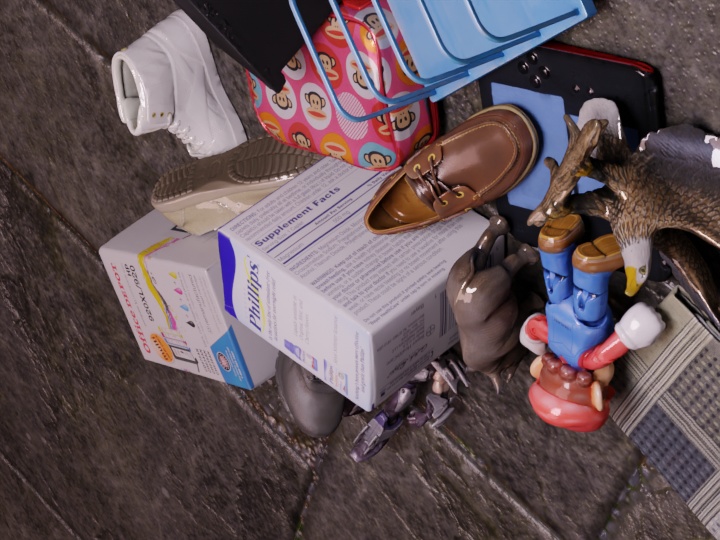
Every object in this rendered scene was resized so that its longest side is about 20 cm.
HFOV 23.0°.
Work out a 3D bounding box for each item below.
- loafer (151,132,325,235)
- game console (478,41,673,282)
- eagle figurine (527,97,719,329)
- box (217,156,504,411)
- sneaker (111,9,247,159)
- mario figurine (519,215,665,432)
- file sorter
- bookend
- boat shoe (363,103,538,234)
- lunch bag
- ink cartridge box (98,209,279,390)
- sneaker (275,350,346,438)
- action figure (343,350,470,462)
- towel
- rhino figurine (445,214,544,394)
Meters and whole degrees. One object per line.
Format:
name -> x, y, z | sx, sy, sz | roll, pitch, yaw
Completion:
loafer -> -0.113, -0.084, 1.781 | 0.198, 0.076, 0.068 | -10, 137, 27
game console -> 0.177, -0.094, 1.467 | 0.176, 0.031, 0.201 | 22, 135, 41
eagle figurine -> 0.235, -0.038, 1.364 | 0.198, 0.152, 0.152 | 18, -176, -10
box -> 0.000, 0.000, 1.638 | 0.199, 0.183, 0.106 | 34, 143, 31
sneaker -> -0.189, -0.151, 1.812 | 0.073, 0.115, 0.201 | 4, 123, 48
mario figurine -> 0.194, 0.047, 1.512 | 0.124, 0.105, 0.202 | -101, 9, -56
file sorter -> 0.057, -0.216, 1.398 | 0.199, 0.122, 0.140 | -24, 91, 51
bookend -> -0.075, -0.286, 1.467 | 0.092, 0.200, 0.199 | 40, 179, 32
boat shoe -> 0.075, -0.076, 1.516 | 0.200, 0.067, 0.072 | -31, 92, 50
lunch bag -> -0.025, -0.192, 1.594 | 0.199, 0.082, 0.178 | 21, 134, 42
ink cartridge box -> -0.148, 0.014, 1.875 | 0.199, 0.144, 0.148 | 11, 128, 48
sneaker -> -0.040, 0.067, 1.767 | 0.091, 0.075, 0.202 | -175, 85, -74
action figure -> 0.039, 0.112, 1.793 | 0.131, 0.069, 0.200 | 58, 145, 19
towel -> 0.300, 0.126, 1.510 | 0.193, 0.034, 0.200 | 50, 149, 15
rhino figurine -> 0.120, 0.044, 1.594 | 0.060, 0.088, 0.201 | 30, 155, 29
